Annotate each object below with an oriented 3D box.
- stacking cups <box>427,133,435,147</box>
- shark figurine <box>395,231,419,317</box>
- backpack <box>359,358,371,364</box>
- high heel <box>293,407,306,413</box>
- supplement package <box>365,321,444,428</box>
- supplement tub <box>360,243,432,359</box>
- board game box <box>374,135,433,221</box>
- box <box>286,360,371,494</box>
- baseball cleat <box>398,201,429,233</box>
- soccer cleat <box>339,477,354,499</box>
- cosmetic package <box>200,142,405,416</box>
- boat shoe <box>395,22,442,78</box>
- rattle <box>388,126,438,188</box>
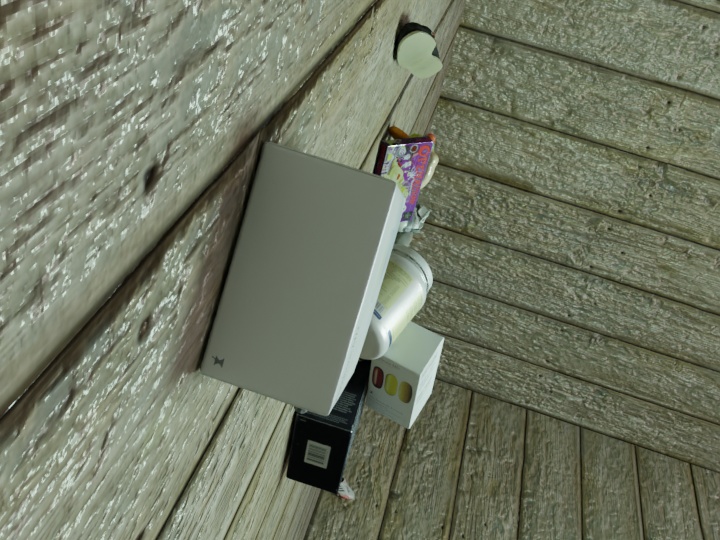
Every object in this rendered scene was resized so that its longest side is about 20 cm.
[{"bbox_3d":[0.295,-0.544,3.143,0.201,0.060,0.061,-70,175,-55],"label":"stacking cups"},{"bbox_3d":[0.094,-0.004,1.689,0.127,0.089,0.217,15,74,-48],"label":"shark figurine"},{"bbox_3d":[0.037,0.082,1.601,0.200,0.153,0.192,-45,165,-48],"label":"backpack"},{"bbox_3d":[-0.056,0.162,1.373,0.200,0.071,0.143,-54,169,-48],"label":"high heel"},{"bbox_3d":[0.088,0.210,1.504,0.110,0.113,0.201,-51,157,-37],"label":"supplement package"},{"bbox_3d":[0.038,0.057,1.411,0.200,0.144,0.146,-47,161,-34],"label":"supplement tub"},{"bbox_3d":[0.079,-0.188,1.554,0.119,0.032,0.202,-15,135,-33],"label":"board game box"},{"bbox_3d":[-0.065,0.315,1.532,0.199,0.122,0.202,-66,171,-54],"label":"box"},{"bbox_3d":[0.112,-0.165,1.768,0.070,0.105,0.202,119,-23,-50],"label":"baseball cleat"},{"bbox_3d":[-0.089,1.038,3.519,0.085,0.200,0.069,-39,-155,24],"label":"soccer cleat"},{"bbox_3d":[-0.042,0.004,0.687,0.200,0.122,0.202,-18,125,-83],"label":"cosmetic package"},{"bbox_3d":[0.099,-0.401,1.300,0.064,0.073,0.201,70,15,5],"label":"boat shoe"},{"bbox_3d":[0.068,-0.213,1.620,0.200,0.131,0.143,-41,171,27],"label":"rattle"}]
